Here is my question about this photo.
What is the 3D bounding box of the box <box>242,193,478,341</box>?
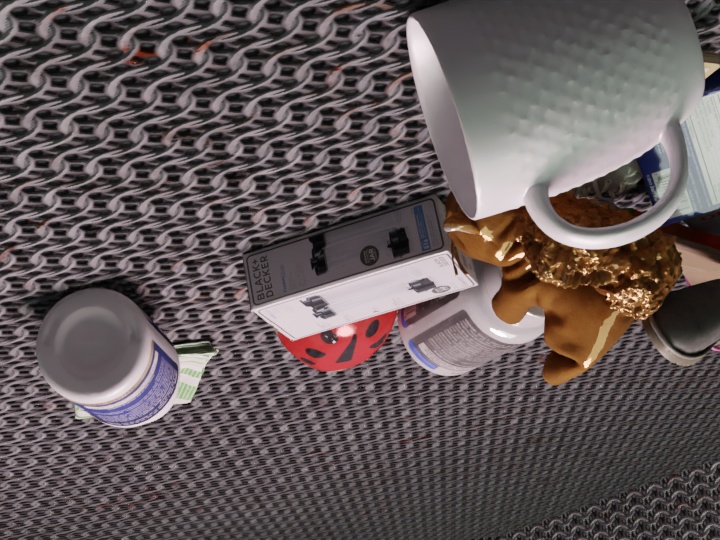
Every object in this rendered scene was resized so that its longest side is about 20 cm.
[{"bbox_3d":[0.000,0.000,1.566,0.199,0.060,0.117,-18,158,14],"label":"box"}]

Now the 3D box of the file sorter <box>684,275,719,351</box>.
[{"bbox_3d":[0.478,0.001,1.832,0.139,0.126,0.200,-3,161,-28],"label":"file sorter"}]

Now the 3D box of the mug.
[{"bbox_3d":[0.145,-0.108,1.106,0.175,0.201,0.148,-18,159,-4],"label":"mug"}]

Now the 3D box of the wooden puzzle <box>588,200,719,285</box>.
[{"bbox_3d":[0.283,-0.028,1.551,0.199,0.037,0.185,21,175,-17],"label":"wooden puzzle"}]

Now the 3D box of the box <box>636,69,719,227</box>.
[{"bbox_3d":[0.333,-0.119,1.384,0.199,0.032,0.121,-16,124,14],"label":"box"}]

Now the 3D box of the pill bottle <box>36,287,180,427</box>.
[{"bbox_3d":[-0.240,0.094,1.615,0.111,0.111,0.200,-14,163,3],"label":"pill bottle"}]

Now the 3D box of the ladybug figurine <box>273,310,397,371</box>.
[{"bbox_3d":[-0.023,0.056,1.724,0.135,0.072,0.200,-10,163,-8],"label":"ladybug figurine"}]

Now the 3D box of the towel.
[{"bbox_3d":[-0.250,0.127,1.866,0.152,0.023,0.200,-7,162,-17],"label":"towel"}]

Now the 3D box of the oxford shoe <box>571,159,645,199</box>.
[{"bbox_3d":[0.208,-0.090,1.454,0.199,0.058,0.075,-11,166,-1],"label":"oxford shoe"}]

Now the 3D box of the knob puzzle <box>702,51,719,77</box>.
[{"bbox_3d":[0.160,-0.125,1.301,0.219,0.031,0.220,-4,162,-1],"label":"knob puzzle"}]

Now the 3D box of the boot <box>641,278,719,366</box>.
[{"bbox_3d":[0.351,-0.006,1.385,0.182,0.073,0.200,-18,163,-49],"label":"boot"}]

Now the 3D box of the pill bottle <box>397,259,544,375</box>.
[{"bbox_3d":[0.130,0.030,1.666,0.113,0.114,0.200,-4,165,-29],"label":"pill bottle"}]

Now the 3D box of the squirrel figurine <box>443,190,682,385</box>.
[{"bbox_3d":[0.166,-0.023,1.393,0.142,0.187,0.200,-51,-173,-23],"label":"squirrel figurine"}]

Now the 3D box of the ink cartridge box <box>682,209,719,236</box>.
[{"bbox_3d":[0.382,-0.087,1.543,0.144,0.084,0.200,-19,163,21],"label":"ink cartridge box"}]
